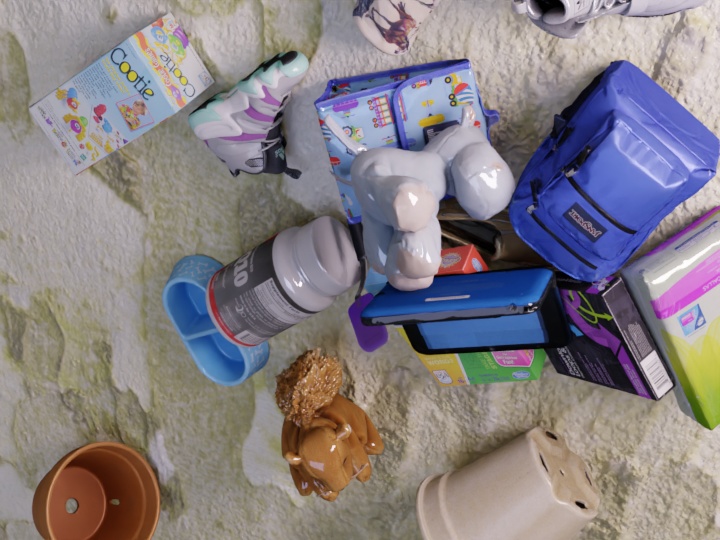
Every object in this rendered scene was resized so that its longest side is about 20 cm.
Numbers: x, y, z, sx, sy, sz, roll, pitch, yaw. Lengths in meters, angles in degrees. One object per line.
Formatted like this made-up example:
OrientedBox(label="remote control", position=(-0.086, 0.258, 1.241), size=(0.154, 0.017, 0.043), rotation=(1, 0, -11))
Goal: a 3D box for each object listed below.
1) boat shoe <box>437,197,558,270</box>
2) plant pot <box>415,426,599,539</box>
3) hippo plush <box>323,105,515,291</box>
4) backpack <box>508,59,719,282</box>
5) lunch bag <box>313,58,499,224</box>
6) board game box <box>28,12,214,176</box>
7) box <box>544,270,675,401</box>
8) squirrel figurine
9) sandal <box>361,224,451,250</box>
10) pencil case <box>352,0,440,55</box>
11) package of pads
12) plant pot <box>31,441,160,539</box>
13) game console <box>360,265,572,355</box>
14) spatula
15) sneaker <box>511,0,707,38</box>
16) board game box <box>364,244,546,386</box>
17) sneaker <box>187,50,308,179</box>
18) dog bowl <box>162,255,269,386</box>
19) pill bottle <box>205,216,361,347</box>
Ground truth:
OrientedBox(label="boat shoe", position=(0.172, -0.035, 1.241), size=(0.197, 0.076, 0.073), rotation=(16, 125, 15))
OrientedBox(label="plant pot", position=(0.204, 0.309, 1.383), size=(0.200, 0.201, 0.183), rotation=(45, 116, -7))
OrientedBox(label="hippo plush", position=(0.078, -0.082, 1.156), size=(0.200, 0.159, 0.161), rotation=(51, 156, 44))
OrientedBox(label="backpack", position=(0.249, -0.092, 1.114), size=(0.162, 0.168, 0.200), rotation=(43, 126, 2))
OrientedBox(label="lunch bag", position=(0.066, -0.156, 1.224), size=(0.197, 0.094, 0.153), rotation=(-10, 114, 16))
OrientedBox(label="board game box", position=(-0.300, -0.220, 1.331), size=(0.198, 0.103, 0.106), rotation=(-23, 108, 34))
OrientedBox(label="box", position=(0.260, 0.069, 1.221), size=(0.144, 0.036, 0.200), rotation=(59, 164, -15))
OrientedBox(label="squirrel figurine", position=(-0.061, 0.212, 1.425), size=(0.140, 0.187, 0.203), rotation=(-22, 89, 4))
OrientedBox(label="sandal", position=(0.087, -0.015, 1.308), size=(0.199, 0.058, 0.080), rotation=(33, 144, -8))
OrientedBox(label="pencil case", position=(0.070, -0.318, 1.113), size=(0.089, 0.079, 0.200), rotation=(24, 131, -21))
OrientedBox(label="package of pads", position=(0.390, 0.047, 1.152), size=(0.153, 0.068, 0.202), rotation=(-31, 108, -10))
OrientedBox(label="plant pot", position=(-0.447, 0.384, 1.728), size=(0.139, 0.200, 0.202), rotation=(-14, 114, 48))
OrientedBox(label="game console", position=(0.121, 0.066, 1.174), size=(0.197, 0.171, 0.120), rotation=(-6, 106, 22))
OrientedBox(label="spatula", position=(0.000, 0.000, 1.273), size=(0.020, 0.203, 0.056), rotation=(10, 149, -33))
OrientedBox(label="sneaker", position=(0.245, -0.271, 1.037), size=(0.197, 0.115, 0.076), rotation=(7, 123, 21))
OrientedBox(label="board game box", position=(0.116, 0.061, 1.298), size=(0.151, 0.041, 0.201), rotation=(-9, 131, 39))
OrientedBox(label="sneaker", position=(-0.107, -0.174, 1.293), size=(0.199, 0.078, 0.141), rotation=(-20, 111, 43))
OrientedBox(label="dog bowl", position=(-0.210, 0.077, 1.506), size=(0.110, 0.050, 0.202), rotation=(-15, 113, 31))
OrientedBox(label="pill bottle", position=(-0.099, 0.013, 1.374), size=(0.199, 0.114, 0.114), rotation=(-29, 105, 35))
